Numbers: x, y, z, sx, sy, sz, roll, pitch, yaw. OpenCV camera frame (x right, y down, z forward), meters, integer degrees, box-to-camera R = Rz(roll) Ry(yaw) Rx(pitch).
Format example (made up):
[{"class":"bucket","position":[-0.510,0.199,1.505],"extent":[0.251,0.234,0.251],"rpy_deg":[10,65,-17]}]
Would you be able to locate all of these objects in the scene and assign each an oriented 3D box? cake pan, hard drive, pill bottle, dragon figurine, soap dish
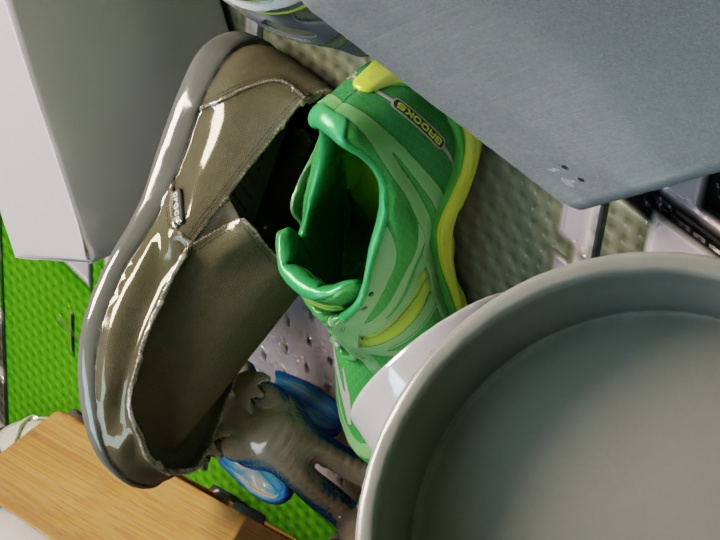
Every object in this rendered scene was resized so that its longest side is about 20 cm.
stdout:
[{"class":"cake pan","position":[0.098,0.095,0.731],"extent":[0.201,0.200,0.037],"rpy_deg":[54,-177,18]},{"class":"hard drive","position":[0.084,-0.084,0.689],"extent":[0.139,0.033,0.200],"rpy_deg":[36,155,-21]},{"class":"pill bottle","position":[0.085,0.110,0.809],"extent":[0.200,0.111,0.112],"rpy_deg":[54,146,18]},{"class":"dragon figurine","position":[-0.048,0.070,1.007],"extent":[0.099,0.059,0.200],"rpy_deg":[39,176,-42]},{"class":"soap dish","position":[-0.078,0.146,1.046],"extent":[0.157,0.082,0.200],"rpy_deg":[34,172,-41]}]

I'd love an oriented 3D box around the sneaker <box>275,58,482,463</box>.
[{"class":"sneaker","position":[0.000,0.000,0.887],"extent":[0.074,0.083,0.201],"rpy_deg":[34,138,39]}]

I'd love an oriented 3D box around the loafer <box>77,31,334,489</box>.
[{"class":"loafer","position":[-0.060,-0.002,0.922],"extent":[0.069,0.075,0.201],"rpy_deg":[15,89,37]}]

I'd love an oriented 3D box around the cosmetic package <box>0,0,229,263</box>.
[{"class":"cosmetic package","position":[-0.127,-0.115,0.977],"extent":[0.085,0.107,0.201],"rpy_deg":[4,112,55]}]

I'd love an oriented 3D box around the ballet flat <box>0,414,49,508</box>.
[{"class":"ballet flat","position":[-0.168,0.125,1.248],"extent":[0.200,0.073,0.073],"rpy_deg":[38,140,46]}]

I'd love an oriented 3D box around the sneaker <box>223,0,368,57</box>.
[{"class":"sneaker","position":[-0.048,-0.137,0.874],"extent":[0.081,0.074,0.200],"rpy_deg":[39,-173,-38]}]
